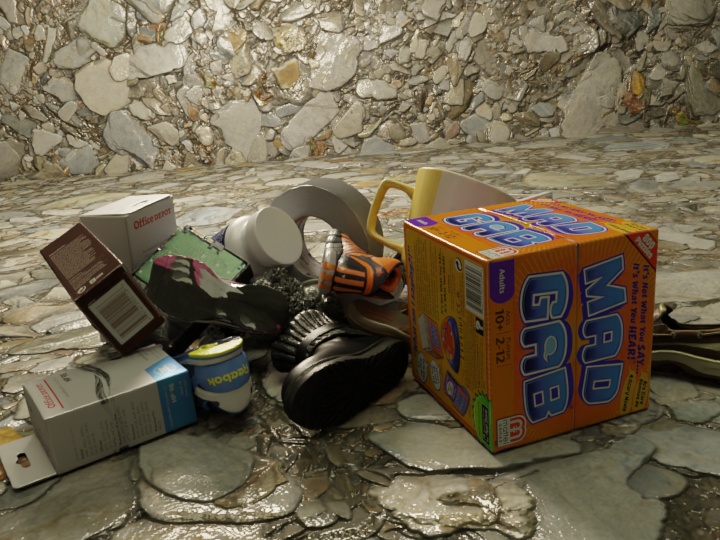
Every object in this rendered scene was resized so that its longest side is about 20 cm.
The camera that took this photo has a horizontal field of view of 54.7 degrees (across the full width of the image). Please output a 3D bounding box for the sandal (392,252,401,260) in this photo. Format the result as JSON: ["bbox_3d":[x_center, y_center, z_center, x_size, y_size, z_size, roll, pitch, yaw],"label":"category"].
[{"bbox_3d":[0.101,-0.043,1.114,0.048,0.201,0.076,6,41,-42],"label":"sandal"}]

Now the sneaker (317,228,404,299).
[{"bbox_3d":[0.000,0.000,0.974,0.111,0.078,0.200,12,17,-5],"label":"sneaker"}]

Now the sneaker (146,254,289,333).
[{"bbox_3d":[-0.186,0.045,0.922,0.198,0.081,0.086,21,-12,7],"label":"sneaker"}]

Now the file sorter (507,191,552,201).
[{"bbox_3d":[0.222,-0.049,1.184,0.199,0.141,0.124,-18,18,-37],"label":"file sorter"}]

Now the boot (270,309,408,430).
[{"bbox_3d":[-0.058,0.112,0.830,0.157,0.080,0.210,16,15,34],"label":"boot"}]

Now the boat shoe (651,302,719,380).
[{"bbox_3d":[0.357,0.075,0.834,0.200,0.076,0.074,7,10,28],"label":"boat shoe"}]

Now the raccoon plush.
[{"bbox_3d":[-0.112,0.087,0.993,0.133,0.097,0.200,27,64,35],"label":"raccoon plush"}]

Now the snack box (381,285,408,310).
[{"bbox_3d":[0.047,0.065,1.053,0.071,0.025,0.200,-4,17,8],"label":"snack box"}]

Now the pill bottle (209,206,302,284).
[{"bbox_3d":[-0.189,-0.017,1.103,0.199,0.117,0.115,-28,-1,39],"label":"pill bottle"}]

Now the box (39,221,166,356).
[{"bbox_3d":[-0.333,0.019,0.893,0.075,0.101,0.199,-41,37,-18],"label":"box"}]

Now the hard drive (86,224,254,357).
[{"bbox_3d":[-0.266,0.037,0.987,0.139,0.038,0.200,29,63,22],"label":"hard drive"}]

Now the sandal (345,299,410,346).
[{"bbox_3d":[0.079,0.068,0.920,0.198,0.055,0.080,18,20,1],"label":"sandal"}]

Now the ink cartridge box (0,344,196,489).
[{"bbox_3d":[-0.301,0.156,0.783,0.198,0.068,0.115,-17,20,-33],"label":"ink cartridge box"}]

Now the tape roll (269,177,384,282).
[{"bbox_3d":[-0.064,-0.046,1.140,0.198,0.203,0.066,3,19,24],"label":"tape roll"}]

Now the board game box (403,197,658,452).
[{"bbox_3d":[0.180,0.045,0.780,0.198,0.203,0.200,-11,18,-18],"label":"board game box"}]

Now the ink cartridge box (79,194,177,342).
[{"bbox_3d":[-0.348,-0.006,1.090,0.085,0.203,0.147,0,17,14],"label":"ink cartridge box"}]

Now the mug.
[{"bbox_3d":[0.118,-0.053,1.009,0.148,0.155,0.186,18,2,-41],"label":"mug"}]

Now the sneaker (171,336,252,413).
[{"bbox_3d":[-0.181,0.130,0.841,0.073,0.083,0.200,-22,3,-23],"label":"sneaker"}]

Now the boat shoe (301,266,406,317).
[{"bbox_3d":[-0.022,0.026,1.070,0.198,0.076,0.062,-19,17,24],"label":"boat shoe"}]
